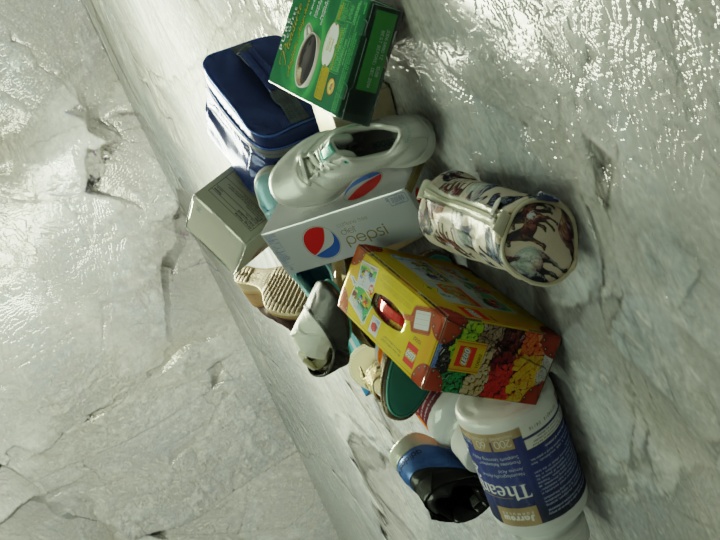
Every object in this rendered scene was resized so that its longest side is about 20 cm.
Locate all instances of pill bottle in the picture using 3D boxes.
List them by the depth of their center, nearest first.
[{"bbox_3d":[0.183,0.215,1.239,0.111,0.110,0.202,30,145,65],"label":"pill bottle"},{"bbox_3d":[0.109,0.140,1.372,0.201,0.108,0.110,52,163,39],"label":"pill bottle"}]

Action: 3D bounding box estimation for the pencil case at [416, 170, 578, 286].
[{"bbox_3d":[0.120,-0.044,1.049,0.089,0.078,0.200,41,175,-23],"label":"pencil case"}]

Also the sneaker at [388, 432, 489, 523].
[{"bbox_3d":[0.133,0.259,1.389,0.198,0.077,0.112,16,-153,-43],"label":"sneaker"}]

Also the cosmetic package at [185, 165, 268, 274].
[{"bbox_3d":[-0.130,-0.101,1.543,0.103,0.200,0.088,44,147,9],"label":"cosmetic package"}]

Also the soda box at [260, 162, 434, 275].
[{"bbox_3d":[-0.009,-0.061,1.261,0.198,0.069,0.064,-15,123,31],"label":"soda box"}]

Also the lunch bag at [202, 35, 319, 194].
[{"bbox_3d":[-0.121,-0.215,1.484,0.201,0.134,0.133,51,152,30],"label":"lunch bag"}]

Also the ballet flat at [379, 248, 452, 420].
[{"bbox_3d":[0.061,0.075,1.330,0.070,0.203,0.065,21,172,-22],"label":"ballet flat"}]

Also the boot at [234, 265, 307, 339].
[{"bbox_3d":[-0.083,0.061,1.665,0.166,0.073,0.199,42,168,-36],"label":"boot"}]

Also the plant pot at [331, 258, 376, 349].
[{"bbox_3d":[0.000,0.000,1.443,0.200,0.027,0.204,-9,-90,-73],"label":"plant pot"}]

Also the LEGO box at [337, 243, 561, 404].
[{"bbox_3d":[0.088,0.053,1.183,0.200,0.147,0.078,42,116,56],"label":"LEGO box"}]

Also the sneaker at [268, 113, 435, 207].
[{"bbox_3d":[-0.025,-0.121,1.191,0.088,0.198,0.076,-7,-101,-63],"label":"sneaker"}]

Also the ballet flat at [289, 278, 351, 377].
[{"bbox_3d":[-0.046,0.082,1.379,0.068,0.068,0.201,46,164,23],"label":"ballet flat"}]

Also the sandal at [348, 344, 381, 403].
[{"bbox_3d":[0.045,0.146,1.515,0.209,0.069,0.079,9,108,39],"label":"sandal"}]

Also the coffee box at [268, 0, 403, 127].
[{"bbox_3d":[-0.030,-0.233,1.198,0.200,0.043,0.125,36,111,59],"label":"coffee box"}]

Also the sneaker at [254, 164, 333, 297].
[{"bbox_3d":[-0.070,-0.037,1.415,0.201,0.073,0.082,56,-163,-12],"label":"sneaker"}]

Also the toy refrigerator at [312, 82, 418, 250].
[{"bbox_3d":[0.010,-0.121,1.319,0.070,0.075,0.202,44,158,51],"label":"toy refrigerator"}]

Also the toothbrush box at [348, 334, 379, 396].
[{"bbox_3d":[0.002,0.068,1.674,0.202,0.084,0.147,59,166,11],"label":"toothbrush box"}]
